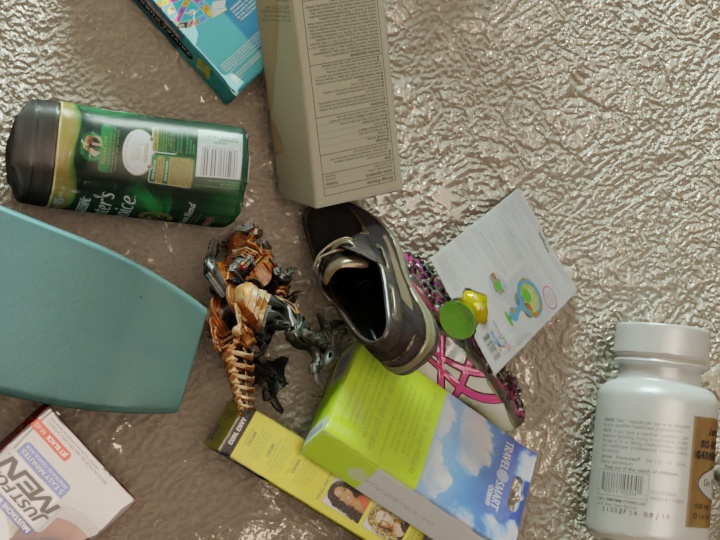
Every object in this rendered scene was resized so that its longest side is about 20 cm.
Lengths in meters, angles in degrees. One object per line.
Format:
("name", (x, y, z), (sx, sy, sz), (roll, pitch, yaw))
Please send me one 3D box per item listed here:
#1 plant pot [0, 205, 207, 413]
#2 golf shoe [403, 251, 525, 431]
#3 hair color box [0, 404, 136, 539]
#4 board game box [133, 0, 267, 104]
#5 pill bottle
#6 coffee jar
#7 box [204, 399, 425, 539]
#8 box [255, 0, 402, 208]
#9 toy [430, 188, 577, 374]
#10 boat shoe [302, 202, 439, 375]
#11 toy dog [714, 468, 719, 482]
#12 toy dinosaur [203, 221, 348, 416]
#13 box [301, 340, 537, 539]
("plant pot", (-0.238, 0.046, 1.113), (0.199, 0.141, 0.142), (18, 81, -18))
("golf shoe", (0.072, 0.078, 1.249), (0.092, 0.073, 0.200), (-37, 104, 16))
("hair color box", (-0.297, 0.219, 1.120), (0.200, 0.064, 0.111), (-44, 99, -14))
("board game box", (-0.130, -0.275, 1.215), (0.151, 0.047, 0.200), (-44, 99, -16))
("pill bottle", (0.276, 0.153, 1.273), (0.114, 0.114, 0.201), (8, 84, -16))
("coffee jar", (-0.199, -0.090, 1.151), (0.199, 0.104, 0.086), (7, 81, -16))
("box", (-0.037, 0.186, 1.197), (0.199, 0.075, 0.050), (33, 79, -13))
("box", (-0.028, -0.163, 1.188), (0.094, 0.078, 0.201), (-13, 107, -28))
("toy", (0.122, 0.011, 1.243), (0.116, 0.047, 0.200), (60, 33, -5))
("boat shoe", (0.000, 0.000, 1.170), (0.074, 0.200, 0.073), (-43, 142, 10))
("toy dog", (0.434, 0.290, 1.315), (0.193, 0.139, 0.202), (3, 84, -44))
("toy dinosaur", (-0.094, 0.047, 1.156), (0.136, 0.102, 0.201), (46, 48, -30))
("box", (0.055, 0.159, 1.191), (0.200, 0.048, 0.122), (35, 44, -11))
